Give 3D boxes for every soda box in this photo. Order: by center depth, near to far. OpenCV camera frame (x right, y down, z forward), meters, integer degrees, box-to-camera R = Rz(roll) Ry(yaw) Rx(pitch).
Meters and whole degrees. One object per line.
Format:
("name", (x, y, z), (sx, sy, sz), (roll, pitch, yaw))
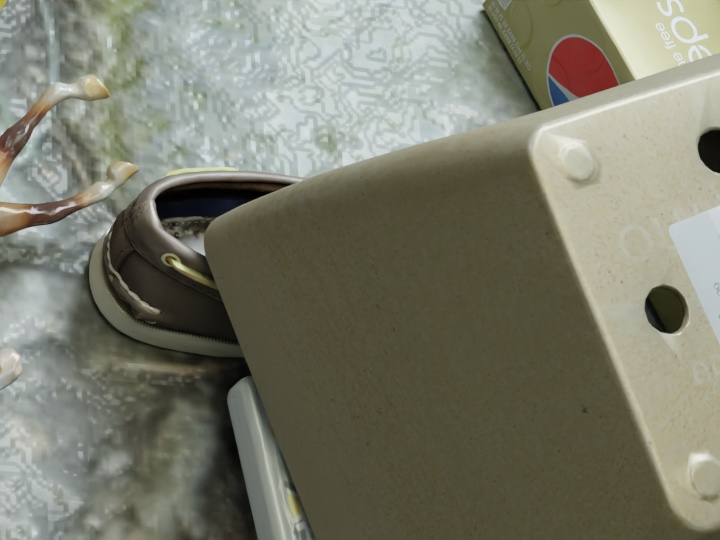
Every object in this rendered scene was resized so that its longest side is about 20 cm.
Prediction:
("soda box", (0.132, -0.052, 1.068), (0.064, 0.068, 0.201), (-18, 72, -30))

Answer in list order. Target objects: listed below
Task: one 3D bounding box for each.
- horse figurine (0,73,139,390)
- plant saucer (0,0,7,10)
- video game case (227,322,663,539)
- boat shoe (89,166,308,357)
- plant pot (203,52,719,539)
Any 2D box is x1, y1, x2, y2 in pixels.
("horse figurine", (-0.162, -0.053, 0.920), (0.132, 0.050, 0.200), (-42, 115, -20))
("plant saucer", (-0.222, -0.152, 0.983), (0.199, 0.048, 0.201), (28, 57, -7))
("video game case", (0.056, 0.125, 0.956), (0.181, 0.023, 0.201), (-6, 74, -26))
("boat shoe", (0.000, 0.000, 0.989), (0.199, 0.060, 0.072), (7, 62, -19))
("plant pot", (0.095, 0.025, 0.891), (0.199, 0.177, 0.201), (-18, 82, -29))
